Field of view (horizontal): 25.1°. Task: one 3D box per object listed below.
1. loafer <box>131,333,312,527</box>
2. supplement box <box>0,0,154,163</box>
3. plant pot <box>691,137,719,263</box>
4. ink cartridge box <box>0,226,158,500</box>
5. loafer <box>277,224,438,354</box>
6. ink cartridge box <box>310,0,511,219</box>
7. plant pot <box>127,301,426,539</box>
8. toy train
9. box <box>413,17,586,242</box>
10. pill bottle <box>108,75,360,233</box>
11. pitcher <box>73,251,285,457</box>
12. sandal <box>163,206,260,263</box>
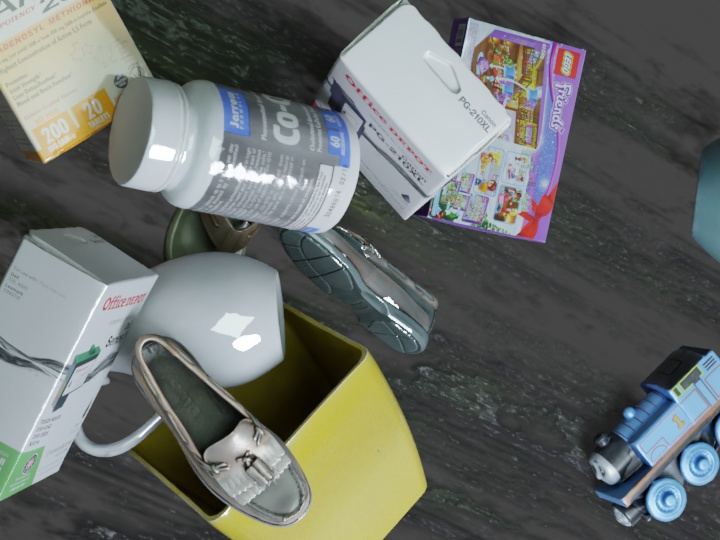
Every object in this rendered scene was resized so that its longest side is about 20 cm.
[{"bbox_3d":[-0.120,0.132,1.333,0.072,0.063,0.200,-42,79,-9],"label":"loafer"},{"bbox_3d":[-0.280,-0.210,1.409,0.126,0.073,0.200,-34,107,-17],"label":"supplement box"},{"bbox_3d":[0.415,-0.073,1.673,0.134,0.200,0.201,7,94,11],"label":"plant pot"},{"bbox_3d":[-0.261,0.072,1.327,0.084,0.146,0.200,29,98,6],"label":"ink cartridge box"},{"bbox_3d":[0.000,0.000,1.565,0.200,0.072,0.063,45,59,-28],"label":"loafer"},{"bbox_3d":[0.040,-0.141,1.465,0.084,0.200,0.145,-42,90,-13],"label":"ink cartridge box"},{"bbox_3d":[-0.059,0.174,1.492,0.200,0.200,0.176,-46,122,-12],"label":"plant pot"},{"bbox_3d":[0.324,0.175,1.708,0.200,0.087,0.114,-43,101,-11],"label":"toy train"},{"bbox_3d":[0.139,-0.138,1.613,0.136,0.039,0.201,12,91,-23],"label":"box"},{"bbox_3d":[-0.111,-0.103,1.417,0.200,0.114,0.114,10,92,-31],"label":"pill bottle"},{"bbox_3d":[-0.167,0.073,1.437,0.199,0.121,0.172,-5,87,1],"label":"pitcher"},{"bbox_3d":[-0.123,-0.061,1.501,0.080,0.057,0.201,21,90,-23],"label":"sandal"}]
